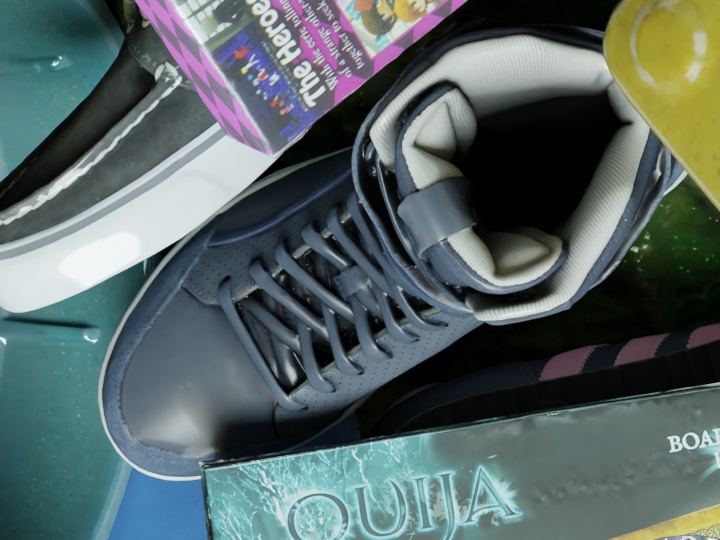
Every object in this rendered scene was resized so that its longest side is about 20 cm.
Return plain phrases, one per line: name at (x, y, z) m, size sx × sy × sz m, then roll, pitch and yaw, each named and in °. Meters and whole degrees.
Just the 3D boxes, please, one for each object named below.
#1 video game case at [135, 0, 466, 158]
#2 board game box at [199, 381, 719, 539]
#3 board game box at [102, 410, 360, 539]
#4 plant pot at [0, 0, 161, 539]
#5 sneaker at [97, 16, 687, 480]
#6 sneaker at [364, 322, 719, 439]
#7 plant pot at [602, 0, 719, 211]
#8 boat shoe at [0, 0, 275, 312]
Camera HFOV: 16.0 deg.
video game case at (-0.010, -0.159, 0.619) m, size 0.181 × 0.036 × 0.200 m, roll -40°, pitch 117°, yaw -12°
board game box at (0.063, 0.104, 0.717) m, size 0.200 × 0.028 × 0.135 m, roll -9°, pitch 81°, yaw 1°
board game box at (-0.077, 0.096, 0.813) m, size 0.200 × 0.158 × 0.039 m, roll -16°, pitch 144°, yaw 24°
plant pot at (-0.185, 0.006, 0.748) m, size 0.196 × 0.200 × 0.200 m, roll 3°, pitch 126°, yaw 18°
sneaker at (0.000, -0.002, 0.697) m, size 0.202 × 0.146 × 0.077 m, roll -34°, pitch 90°, yaw 10°
sneaker at (0.096, 0.047, 0.800) m, size 0.200 × 0.082 × 0.070 m, roll -4°, pitch 96°, yaw -8°
plant pot at (0.171, -0.054, 0.575) m, size 0.194 × 0.200 × 0.196 m, roll 54°, pitch 129°, yaw 23°
boat shoe at (-0.031, -0.069, 0.689) m, size 0.200 × 0.069 × 0.057 m, roll -40°, pitch 111°, yaw -12°
